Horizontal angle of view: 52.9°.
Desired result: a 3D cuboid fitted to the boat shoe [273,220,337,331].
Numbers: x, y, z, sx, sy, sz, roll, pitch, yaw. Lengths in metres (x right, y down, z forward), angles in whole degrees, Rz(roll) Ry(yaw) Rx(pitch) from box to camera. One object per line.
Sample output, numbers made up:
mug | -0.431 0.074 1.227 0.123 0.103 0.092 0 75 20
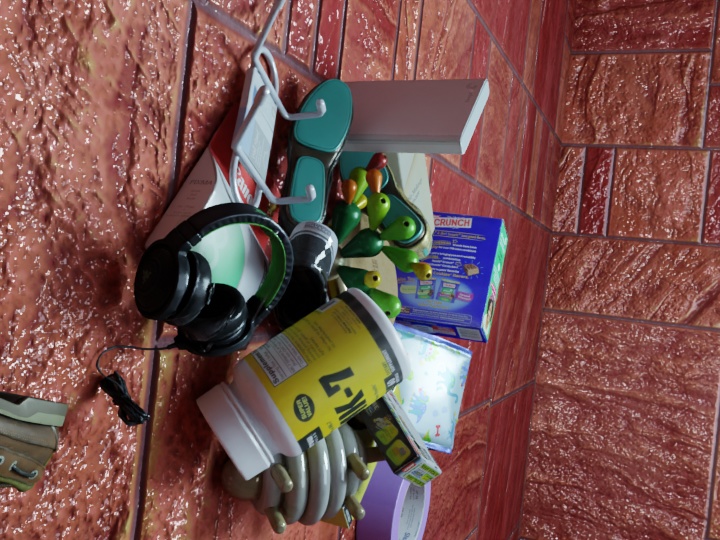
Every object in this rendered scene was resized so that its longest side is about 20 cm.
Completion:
boat shoe | -0.065 0.032 0.795 0.200 0.070 0.066 112 -3 -52

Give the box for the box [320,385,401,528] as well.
box | -0.013 0.225 0.934 0.200 0.075 0.050 -62 151 -42

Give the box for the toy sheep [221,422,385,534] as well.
toy sheep | -0.058 0.221 0.812 0.199 0.138 0.139 4 93 -26

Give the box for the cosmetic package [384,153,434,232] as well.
cosmetic package | 0.055 -0.119 1.100 0.104 0.073 0.201 -60 148 -43

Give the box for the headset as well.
headset | -0.136 0.036 0.607 0.200 0.094 0.124 -43 138 -6

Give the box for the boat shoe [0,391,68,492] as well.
boat shoe | -0.254 0.101 0.431 0.200 0.072 0.068 38 60 -63

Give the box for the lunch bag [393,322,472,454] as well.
lunch bag | 0.054 0.175 1.110 0.199 0.127 0.171 24 70 -35

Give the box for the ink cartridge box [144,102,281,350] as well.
ink cartridge box | -0.122 -0.045 0.737 0.161 0.050 0.201 69 37 -47

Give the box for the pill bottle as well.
pill bottle | -0.058 0.116 0.740 0.200 0.114 0.115 -33 136 -14

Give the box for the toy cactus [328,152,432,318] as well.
toy cactus | -0.005 -0.027 0.853 0.102 0.164 0.201 15 55 -60

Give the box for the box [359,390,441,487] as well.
box | 0.021 0.160 0.879 0.200 0.035 0.110 57 4 32

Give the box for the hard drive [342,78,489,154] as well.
hard drive | 0.046 -0.193 0.897 0.026 0.199 0.132 72 33 -42

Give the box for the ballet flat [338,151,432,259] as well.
ballet flat | 0.032 -0.087 0.951 0.070 0.200 0.071 -22 144 -17

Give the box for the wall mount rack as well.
wall mount rack | -0.086 -0.163 0.714 0.174 0.074 0.201 62 29 -59

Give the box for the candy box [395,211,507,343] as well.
candy box | 0.146 0.006 1.218 0.077 0.168 0.201 57 44 -61

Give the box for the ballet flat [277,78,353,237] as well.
ballet flat | -0.060 -0.127 0.835 0.068 0.068 0.201 141 -33 -63

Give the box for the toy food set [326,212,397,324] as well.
toy food set | 0.000 0.000 0.983 0.200 0.048 0.199 -26 104 -68

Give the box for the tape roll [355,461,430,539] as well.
tape roll | 0.061 0.413 1.252 0.200 0.065 0.201 5 90 -67
